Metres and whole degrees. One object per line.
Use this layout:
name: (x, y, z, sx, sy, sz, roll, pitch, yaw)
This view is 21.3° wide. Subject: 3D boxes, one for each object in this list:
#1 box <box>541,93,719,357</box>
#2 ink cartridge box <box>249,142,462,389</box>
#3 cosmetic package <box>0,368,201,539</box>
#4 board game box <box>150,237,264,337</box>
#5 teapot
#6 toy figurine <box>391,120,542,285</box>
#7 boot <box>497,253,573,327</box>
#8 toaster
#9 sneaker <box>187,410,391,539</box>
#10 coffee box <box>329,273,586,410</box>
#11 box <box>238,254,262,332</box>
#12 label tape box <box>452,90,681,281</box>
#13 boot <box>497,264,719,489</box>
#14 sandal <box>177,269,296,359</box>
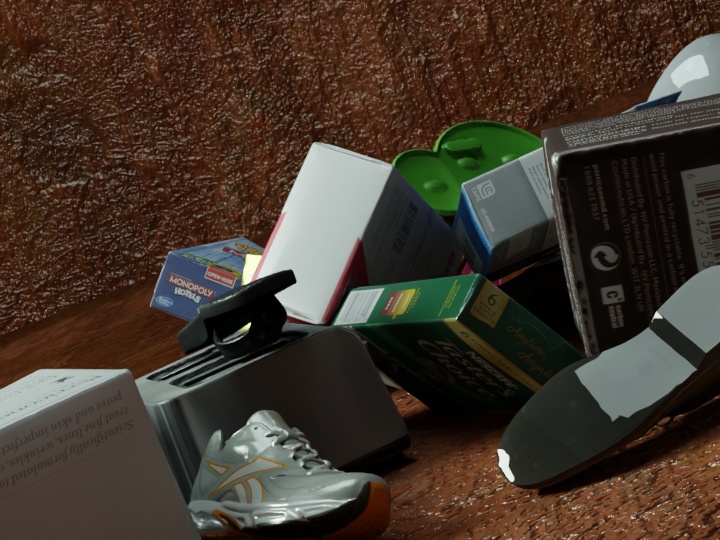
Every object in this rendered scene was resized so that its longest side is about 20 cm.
box: (0.226, -0.029, 1.373, 0.164, 0.166, 0.200, -11, 8, 5)
ink cartridge box: (0.000, 0.000, 1.622, 0.085, 0.148, 0.200, 18, -12, 25)
cosmetic package: (-0.229, 0.172, 1.312, 0.165, 0.165, 0.200, -25, 8, -27)
board game box: (-0.094, 0.026, 1.942, 0.200, 0.062, 0.200, 21, 12, 0)
teapot: (0.360, -0.121, 1.812, 0.146, 0.197, 0.200, 29, 74, 32)
toy figurine: (0.089, -0.024, 1.821, 0.200, 0.150, 0.184, -6, -41, -31)
boot: (0.136, 0.030, 1.714, 0.186, 0.064, 0.200, -20, 5, 8)
toaster: (-0.086, 0.120, 1.467, 0.200, 0.119, 0.181, -24, 7, -17)
sneaker: (-0.053, 0.135, 1.279, 0.076, 0.092, 0.200, 19, -20, -37)
coffee box: (0.072, 0.057, 1.452, 0.200, 0.123, 0.044, -7, 49, 60)
box: (-0.030, 0.035, 1.740, 0.050, 0.075, 0.200, 5, -4, 36)
label tape box: (0.181, -0.067, 1.608, 0.200, 0.066, 0.143, -22, -12, -5)
boot: (0.180, 0.084, 1.226, 0.200, 0.075, 0.074, -36, 49, 0)
sandal: (-0.086, 0.040, 1.437, 0.075, 0.048, 0.200, -25, -5, -17)
